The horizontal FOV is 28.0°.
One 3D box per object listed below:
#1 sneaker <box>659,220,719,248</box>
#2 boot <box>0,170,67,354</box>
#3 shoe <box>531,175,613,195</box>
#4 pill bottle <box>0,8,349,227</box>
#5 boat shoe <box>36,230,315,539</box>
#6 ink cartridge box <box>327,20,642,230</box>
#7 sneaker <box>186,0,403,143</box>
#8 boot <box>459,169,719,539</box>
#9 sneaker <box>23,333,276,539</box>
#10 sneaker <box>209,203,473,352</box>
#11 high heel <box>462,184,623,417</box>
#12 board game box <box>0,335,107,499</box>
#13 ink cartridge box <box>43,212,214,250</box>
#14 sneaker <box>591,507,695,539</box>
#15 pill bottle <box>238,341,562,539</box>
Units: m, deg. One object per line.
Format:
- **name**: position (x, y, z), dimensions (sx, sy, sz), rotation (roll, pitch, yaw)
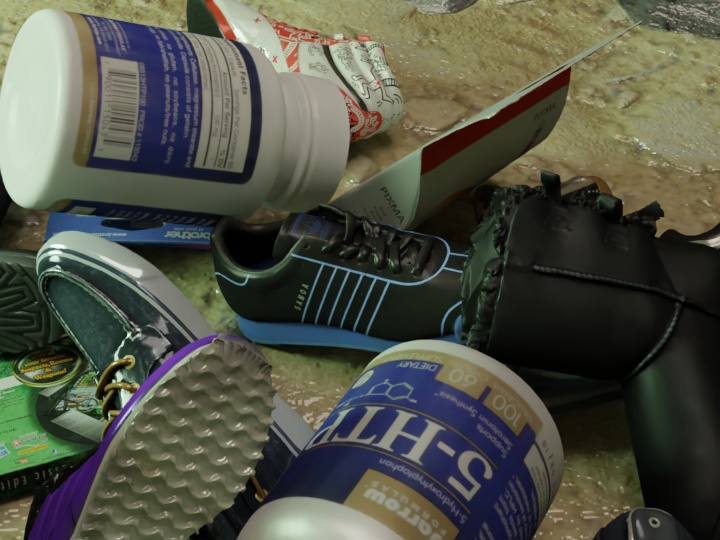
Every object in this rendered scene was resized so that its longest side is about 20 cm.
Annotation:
- **sneaker**: position (0.276, -0.012, 0.943), dimensions (0.199, 0.074, 0.088), rotation (-14, 47, -13)
- **boot**: position (-0.237, -0.030, 0.923), dimensions (0.164, 0.066, 0.200), rotation (-6, 33, 8)
- **shoe**: position (0.157, -0.002, 0.925), dimensions (0.053, 0.070, 0.200), rotation (10, 26, -22)
- **pill bottle**: position (-0.114, -0.089, 0.904), dimensions (0.199, 0.120, 0.120), rotation (5, 33, -32)
- **boat shoe**: position (-0.116, 0.068, 0.777), dimensions (0.200, 0.071, 0.091), rotation (41, 50, 3)
- **ink cartridge box**: position (0.083, -0.079, 0.940), dimensions (0.162, 0.050, 0.200), rotation (-33, 6, -37)
- **sneaker**: position (-0.049, -0.161, 1.117), dimensions (0.107, 0.068, 0.201), rotation (-19, 47, -27)
- **boot**: position (0.132, 0.050, 0.787), dimensions (0.161, 0.073, 0.199), rotation (15, 68, -11)
- **sneaker**: position (-0.119, 0.108, 0.700), dimensions (0.069, 0.201, 0.099), rotation (29, 4, -30)
- **sneaker**: position (0.000, 0.000, 0.864), dimensions (0.199, 0.078, 0.070), rotation (-4, 39, 24)
- **high heel**: position (0.070, 0.017, 0.897), dimensions (0.142, 0.072, 0.200), rotation (-11, 46, -18)
- **board game box**: position (-0.176, 0.080, 0.842), dimensions (0.199, 0.024, 0.105), rotation (-13, 42, -19)
- **ink cartridge box**: position (-0.149, -0.072, 1.016), dimensions (0.118, 0.042, 0.201), rotation (2, 39, -2)
- **sneaker**: position (0.102, 0.174, 0.662), dimensions (0.201, 0.077, 0.147), rotation (18, 38, -26)
- **pill bottle**: position (0.008, 0.137, 0.693), dimensions (0.119, 0.120, 0.200), rotation (19, 41, 19)
